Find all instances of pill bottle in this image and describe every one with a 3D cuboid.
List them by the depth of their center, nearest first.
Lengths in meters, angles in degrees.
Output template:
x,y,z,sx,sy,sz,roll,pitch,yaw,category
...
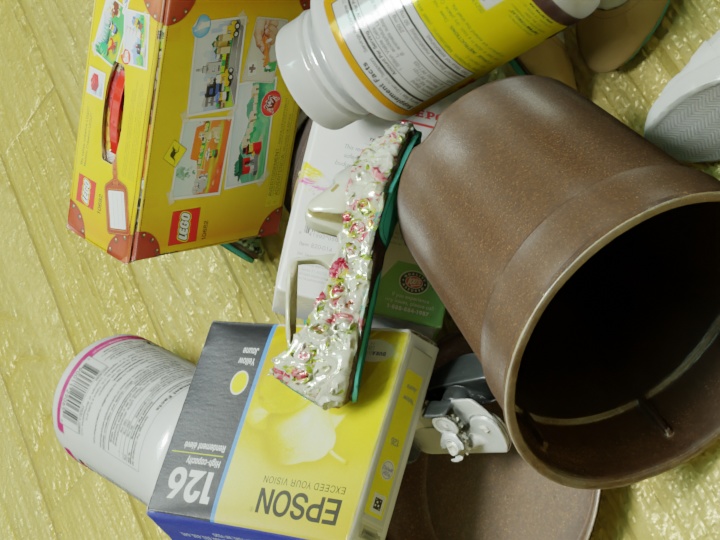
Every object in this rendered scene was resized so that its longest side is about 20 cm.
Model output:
x,y,z,sx,sy,sz,roll,pitch,yaw,category
0.045,-0.167,1.085,0.199,0.109,0.110,-27,62,28,pill bottle
-0.139,0.129,1.318,0.200,0.113,0.114,23,97,46,pill bottle

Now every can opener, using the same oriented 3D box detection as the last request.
x,y,z,sx,sy,sz,roll,pitch,yaw,category
0.024,0.101,1.163,0.199,0.053,0.067,-11,39,42,can opener

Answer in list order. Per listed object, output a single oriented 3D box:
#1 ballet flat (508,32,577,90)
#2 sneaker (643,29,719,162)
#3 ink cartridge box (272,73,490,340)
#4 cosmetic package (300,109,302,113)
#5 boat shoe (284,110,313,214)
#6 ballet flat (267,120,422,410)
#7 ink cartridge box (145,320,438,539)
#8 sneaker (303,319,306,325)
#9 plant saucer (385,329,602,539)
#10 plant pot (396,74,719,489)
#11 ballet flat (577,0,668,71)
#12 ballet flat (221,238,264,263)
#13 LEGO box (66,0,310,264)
x,y,z,sx,sy,sz,roll,pitch,yaw,category
0.090,-0.193,1.159,0.063,0.069,0.200,-44,82,10,ballet flat
0.249,-0.153,1.032,0.200,0.073,0.116,-37,37,45,sneaker
0.017,-0.060,1.183,0.067,0.117,0.201,105,179,-74,ink cartridge box
-0.037,-0.224,1.294,0.101,0.071,0.201,49,130,42,cosmetic package
-0.005,-0.117,1.269,0.200,0.072,0.060,-52,58,32,boat shoe
-0.011,-0.010,1.094,0.064,0.076,0.201,13,70,5,ballet flat
-0.056,0.133,1.139,0.197,0.047,0.201,1,65,43,ink cartridge box
0.000,0.000,1.230,0.077,0.079,0.201,6,82,46,sneaker
0.089,0.136,1.139,0.200,0.037,0.202,-13,71,43,plant saucer
0.130,-0.009,1.034,0.201,0.200,0.198,-58,39,18,plant pot
0.181,-0.226,1.100,0.069,0.063,0.201,38,108,41,ballet flat
-0.136,-0.068,1.400,0.200,0.074,0.075,27,100,42,ballet flat
-0.120,-0.119,1.230,0.077,0.149,0.201,28,117,37,LEGO box
